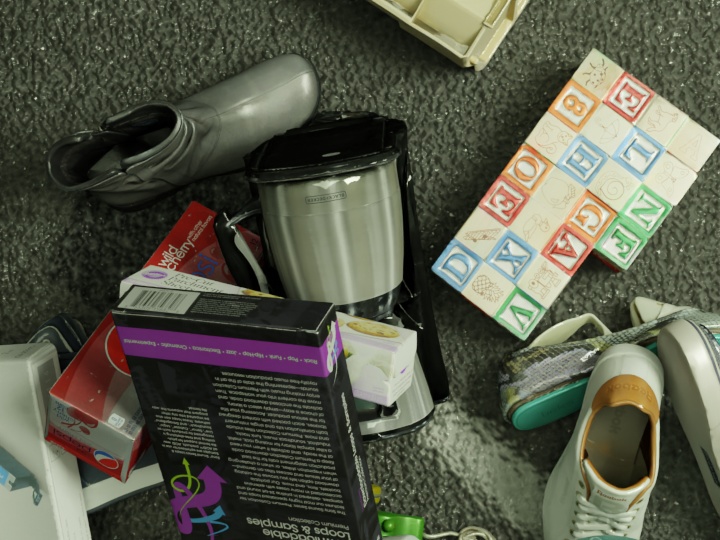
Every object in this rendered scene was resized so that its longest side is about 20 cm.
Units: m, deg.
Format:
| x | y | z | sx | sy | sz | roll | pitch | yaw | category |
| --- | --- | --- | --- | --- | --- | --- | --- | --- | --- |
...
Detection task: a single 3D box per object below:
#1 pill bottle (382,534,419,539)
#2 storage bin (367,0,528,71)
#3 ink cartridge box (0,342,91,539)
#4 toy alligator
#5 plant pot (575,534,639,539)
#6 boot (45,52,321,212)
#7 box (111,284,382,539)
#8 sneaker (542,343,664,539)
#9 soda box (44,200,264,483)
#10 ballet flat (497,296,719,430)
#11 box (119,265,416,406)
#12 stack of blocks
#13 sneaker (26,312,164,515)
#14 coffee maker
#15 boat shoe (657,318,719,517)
| x | y | z | sx | sy | sz | roll | pitch | yaw | category |
| --- | --- | --- | --- | --- | --- | --- | --- | --- | --- |
| -0.051 | 0.246 | 0.954 | 0.198 | 0.114 | 0.115 | -12 | 86 | 19 | pill bottle |
| 0.055 | -0.280 | 1.008 | 0.199 | 0.094 | 0.199 | 33 | 90 | 5 | storage bin |
| -0.287 | 0.157 | 0.989 | 0.175 | 0.045 | 0.202 | -4 | 103 | 18 | ink cartridge box |
| 0.003 | 0.189 | 1.004 | 0.198 | 0.054 | 0.060 | 9 | 88 | 5 | toy alligator |
| 0.156 | 0.254 | 0.870 | 0.198 | 0.135 | 0.201 | 1 | 44 | -1 | plant pot |
| -0.121 | -0.101 | 0.991 | 0.199 | 0.132 | 0.070 | -32 | 84 | 2 | boot |
| -0.068 | 0.104 | 0.872 | 0.142 | 0.036 | 0.201 | 5 | 125 | 22 | box |
| 0.165 | 0.156 | 0.950 | 0.072 | 0.085 | 0.202 | 9 | 115 | 9 | sneaker |
| -0.142 | 0.046 | 0.967 | 0.070 | 0.064 | 0.200 | 28 | 51 | 5 | soda box |
| 0.192 | 0.055 | 0.994 | 0.199 | 0.072 | 0.073 | -16 | 86 | 3 | ballet flat |
| -0.062 | 0.040 | 0.880 | 0.199 | 0.041 | 0.039 | 14 | 110 | 21 | box |
| 0.155 | -0.045 | 1.003 | 0.115 | 0.059 | 0.201 | 37 | 90 | 5 | stack of blocks |
| -0.168 | 0.089 | 1.012 | 0.201 | 0.077 | 0.147 | -21 | 88 | 4 | sneaker |
| 0.000 | 0.000 | 0.972 | 0.134 | 0.192 | 0.202 | -1 | 109 | 26 | coffee maker |
| 0.277 | 0.100 | 0.953 | 0.092 | 0.075 | 0.201 | -27 | 121 | -3 | boat shoe |
